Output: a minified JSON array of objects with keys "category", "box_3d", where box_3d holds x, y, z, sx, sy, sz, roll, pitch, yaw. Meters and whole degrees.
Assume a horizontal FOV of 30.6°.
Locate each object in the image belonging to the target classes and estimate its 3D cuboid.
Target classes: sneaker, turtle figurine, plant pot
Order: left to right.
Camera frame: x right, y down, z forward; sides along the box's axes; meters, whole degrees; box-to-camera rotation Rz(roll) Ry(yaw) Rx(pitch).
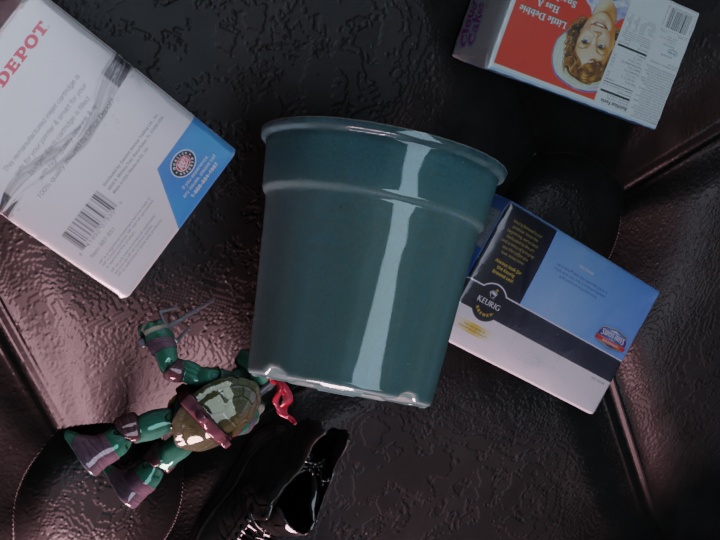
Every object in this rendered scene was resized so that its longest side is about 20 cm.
[{"category":"turtle figurine","box_3d":[-0.138,0.107,1.100,0.200,0.101,0.150,-38,119,-5]},{"category":"sneaker","box_3d":[-0.082,0.210,1.153,0.060,0.104,0.200,25,94,-32]},{"category":"plant pot","box_3d":[0.000,0.000,1.044,0.200,0.200,0.196,15,83,-30]}]

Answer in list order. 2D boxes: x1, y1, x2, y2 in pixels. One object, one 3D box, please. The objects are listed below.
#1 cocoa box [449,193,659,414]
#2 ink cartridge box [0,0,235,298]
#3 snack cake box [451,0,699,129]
[{"category":"cocoa box","box_3d":[0.139,0.019,1.187,0.200,0.133,0.131,28,92,-31]},{"category":"ink cartridge box","box_3d":[-0.220,-0.098,0.994,0.200,0.084,0.145,39,87,-31]},{"category":"snack cake box","box_3d":[0.194,-0.211,1.181,0.200,0.067,0.115,15,101,-30]}]
